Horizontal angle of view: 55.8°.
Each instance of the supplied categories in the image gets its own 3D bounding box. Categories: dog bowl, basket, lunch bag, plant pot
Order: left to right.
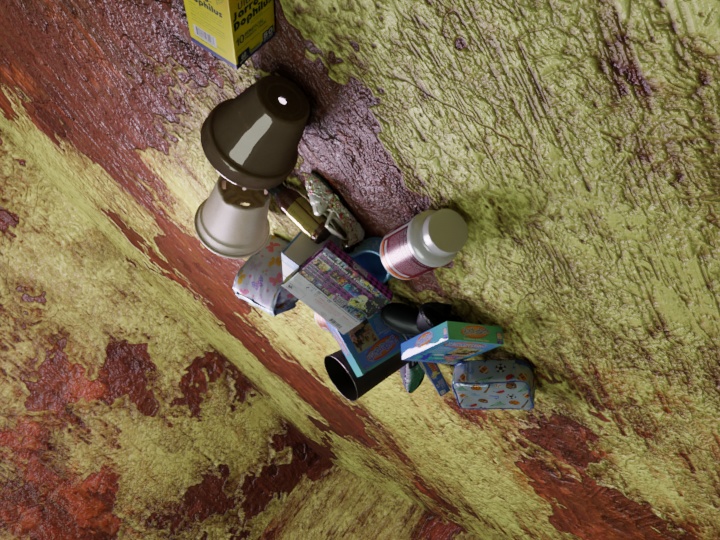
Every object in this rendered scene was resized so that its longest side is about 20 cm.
[{"bbox_3d":[-0.309,-0.160,1.716,0.200,0.201,0.184,38,146,2],"label":"plant pot"},{"bbox_3d":[-0.189,-0.284,1.324,0.200,0.200,0.175,42,139,-7],"label":"plant pot"},{"bbox_3d":[-0.238,0.023,1.902,0.169,0.200,0.127,23,152,31],"label":"lunch bag"},{"bbox_3d":[0.000,0.000,1.587,0.200,0.050,0.112,-25,104,35],"label":"dog bowl"},{"bbox_3d":[0.028,0.247,1.851,0.180,0.200,0.136,9,122,63],"label":"basket"},{"bbox_3d":[0.317,0.279,1.633,0.200,0.076,0.160,-2,142,20],"label":"lunch bag"}]

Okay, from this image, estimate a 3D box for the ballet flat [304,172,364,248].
[{"bbox_3d":[-0.066,-0.132,1.541,0.200,0.064,0.076,48,156,-18],"label":"ballet flat"}]

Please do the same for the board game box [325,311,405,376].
[{"bbox_3d":[0.008,0.147,1.741,0.200,0.152,0.045,60,154,5],"label":"board game box"}]

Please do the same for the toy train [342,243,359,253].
[{"bbox_3d":[-0.027,-0.023,1.718,0.046,0.034,0.200,35,156,18],"label":"toy train"}]

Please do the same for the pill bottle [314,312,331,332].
[{"bbox_3d":[-0.030,0.128,1.900,0.200,0.112,0.112,8,142,50],"label":"pill bottle"}]

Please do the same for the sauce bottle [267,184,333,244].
[{"bbox_3d":[-0.150,-0.149,1.618,0.200,0.066,0.066,46,160,17],"label":"sauce bottle"}]

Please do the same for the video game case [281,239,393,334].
[{"bbox_3d":[-0.054,0.044,1.572,0.200,0.036,0.181,39,130,-15],"label":"video game case"}]

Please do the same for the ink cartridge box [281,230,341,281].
[{"bbox_3d":[-0.122,-0.027,1.708,0.084,0.145,0.200,34,156,12],"label":"ink cartridge box"}]

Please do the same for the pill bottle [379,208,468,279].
[{"bbox_3d":[0.125,-0.053,1.341,0.113,0.113,0.200,43,157,-9],"label":"pill bottle"}]

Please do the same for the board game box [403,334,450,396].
[{"bbox_3d":[0.169,0.230,1.813,0.135,0.034,0.200,57,177,48],"label":"board game box"}]

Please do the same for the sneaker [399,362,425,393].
[{"bbox_3d":[0.137,0.276,1.993,0.087,0.074,0.200,36,148,32],"label":"sneaker"}]

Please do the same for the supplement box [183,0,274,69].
[{"bbox_3d":[-0.217,-0.455,1.118,0.109,0.109,0.200,34,157,12],"label":"supplement box"}]

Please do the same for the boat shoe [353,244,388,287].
[{"bbox_3d":[0.036,0.026,1.661,0.066,0.070,0.200,12,129,34],"label":"boat shoe"}]

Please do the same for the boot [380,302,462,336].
[{"bbox_3d":[0.146,0.111,1.650,0.200,0.076,0.168,27,158,10],"label":"boot"}]

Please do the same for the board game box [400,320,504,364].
[{"bbox_3d":[0.208,0.170,1.568,0.152,0.045,0.200,9,156,-27],"label":"board game box"}]
